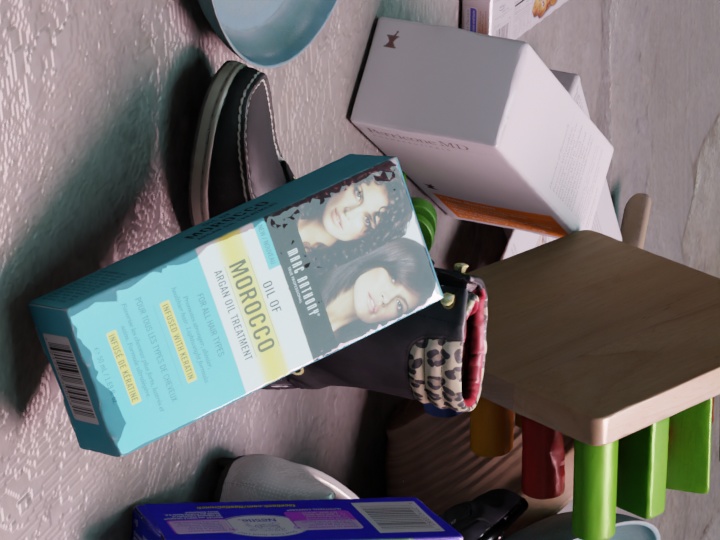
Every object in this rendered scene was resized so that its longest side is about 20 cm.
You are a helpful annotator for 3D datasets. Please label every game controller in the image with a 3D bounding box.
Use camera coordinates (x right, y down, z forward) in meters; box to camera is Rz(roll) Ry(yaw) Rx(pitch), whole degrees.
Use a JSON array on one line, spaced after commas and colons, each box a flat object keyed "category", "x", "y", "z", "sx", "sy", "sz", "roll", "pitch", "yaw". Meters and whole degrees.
[{"category": "game controller", "x": 0.017, "y": 0.199, "z": 1.743, "sx": 0.200, "sy": 0.042, "sz": 0.104, "roll": -40, "pitch": 167, "yaw": 21}]

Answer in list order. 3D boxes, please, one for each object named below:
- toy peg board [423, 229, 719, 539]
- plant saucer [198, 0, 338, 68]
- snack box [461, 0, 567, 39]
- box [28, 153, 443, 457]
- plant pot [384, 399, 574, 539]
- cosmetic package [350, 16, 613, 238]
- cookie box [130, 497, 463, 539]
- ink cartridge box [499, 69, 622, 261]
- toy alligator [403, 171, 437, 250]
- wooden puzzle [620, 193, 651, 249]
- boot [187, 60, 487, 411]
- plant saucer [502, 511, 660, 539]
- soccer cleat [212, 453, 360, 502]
[{"category": "toy peg board", "x": 0.138, "y": 0.072, "z": 1.748, "sx": 0.200, "sy": 0.199, "sz": 0.098, "roll": -20, "pitch": 119, "yaw": -38}, {"category": "plant saucer", "x": -0.047, "y": -0.209, "z": 1.565, "sx": 0.200, "sy": 0.027, "sz": 0.201, "roll": 12, "pitch": 90, "yaw": -67}, {"category": "snack box", "x": 0.117, "y": -0.205, "z": 1.948, "sx": 0.200, "sy": 0.024, "sz": 0.072, "roll": -40, "pitch": 135, "yaw": -56}, {"category": "box", "x": -0.060, "y": 0.016, "z": 1.465, "sx": 0.200, "sy": 0.049, "sz": 0.082, "roll": -26, "pitch": 105, "yaw": -26}, {"category": "plant pot", "x": 0.083, "y": 0.103, "z": 1.869, "sx": 0.093, "sy": 0.201, "sz": 0.201, "roll": 51, "pitch": 40, "yaw": -8}, {"category": "cosmetic package", "x": 0.079, "y": -0.085, "z": 1.818, "sx": 0.200, "sy": 0.101, "sz": 0.071, "roll": 40, "pitch": 65, "yaw": -63}, {"category": "cookie box", "x": -0.042, "y": 0.231, "z": 1.597, "sx": 0.075, "sy": 0.171, "sz": 0.201, "roll": -143, "pitch": -125, "yaw": -66}, {"category": "ink cartridge box", "x": 0.123, "y": -0.013, "z": 2.025, "sx": 0.174, "sy": 0.043, "sz": 0.200, "roll": -65, "pitch": 154, "yaw": -28}, {"category": "toy alligator", "x": 0.000, "y": 0.000, "z": 1.732, "sx": 0.200, "sy": 0.054, "sz": 0.059, "roll": -51, "pitch": 144, "yaw": -48}, {"category": "wooden puzzle", "x": 0.188, "y": 0.067, "z": 2.187, "sx": 0.185, "sy": 0.037, "sz": 0.200, "roll": -70, "pitch": 164, "yaw": -58}, {"category": "boot", "x": -0.009, "y": -0.014, "z": 1.573, "sx": 0.074, "sy": 0.153, "sz": 0.204, "roll": -57, "pitch": 150, "yaw": -52}, {"category": "plant saucer", "x": 0.096, "y": 0.210, "z": 1.805, "sx": 0.200, "sy": 0.036, "sz": 0.200, "roll": -30, "pitch": 153, "yaw": -17}, {"category": "soccer cleat", "x": -0.023, "y": 0.162, "z": 1.712, "sx": 0.200, "sy": 0.086, "sz": 0.070, "roll": 45, "pitch": 59, "yaw": -63}]
